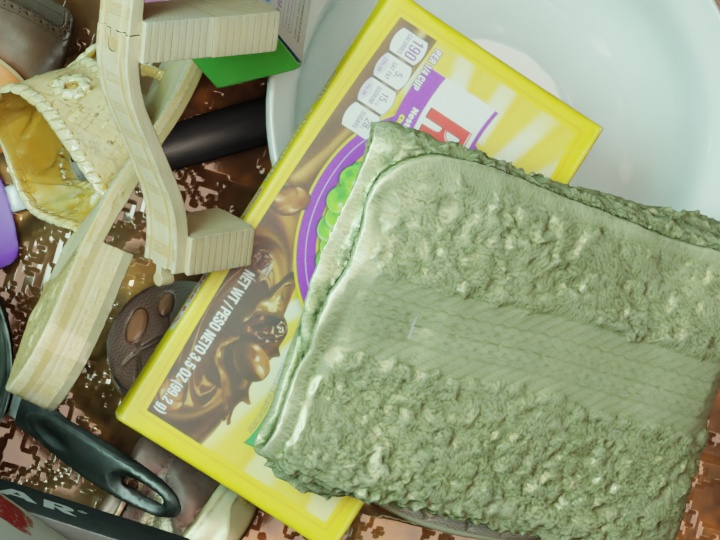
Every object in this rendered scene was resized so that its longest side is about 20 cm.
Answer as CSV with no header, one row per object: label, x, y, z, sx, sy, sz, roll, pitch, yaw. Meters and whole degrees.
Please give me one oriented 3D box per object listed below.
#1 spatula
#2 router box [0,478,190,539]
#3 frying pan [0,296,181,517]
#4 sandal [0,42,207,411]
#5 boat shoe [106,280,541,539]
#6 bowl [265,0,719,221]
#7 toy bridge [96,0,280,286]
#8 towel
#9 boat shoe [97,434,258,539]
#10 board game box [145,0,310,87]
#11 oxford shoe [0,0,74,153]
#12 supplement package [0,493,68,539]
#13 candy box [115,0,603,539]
spatula,-0.111,-0.041,1.149,0.200,0.021,0.057,-17,87,-11
router box,-0.180,0.150,1.038,0.200,0.052,0.157,18,93,-8
frying pan,-0.151,0.029,1.088,0.190,0.031,0.115,6,110,25
sandal,-0.115,-0.046,1.073,0.070,0.078,0.212,27,51,-13
boat shoe,-0.010,0.062,1.139,0.200,0.072,0.076,24,70,-2
bowl,0.054,-0.060,1.144,0.201,0.090,0.201,0,88,-9
toy bridge,-0.063,-0.088,0.999,0.067,0.027,0.200,-9,115,-39
towel,0.063,0.033,1.061,0.200,0.036,0.148,15,98,-30
boat shoe,-0.129,0.144,1.103,0.072,0.072,0.200,42,97,-6
board game box,-0.079,-0.189,1.042,0.040,0.200,0.153,-12,51,27
oxford shoe,-0.211,-0.129,1.122,0.200,0.071,0.073,34,61,-9
supplement package,-0.177,0.122,0.947,0.200,0.121,0.120,36,91,-9
candy box,0.000,0.000,1.073,0.102,0.026,0.200,33,87,-10
